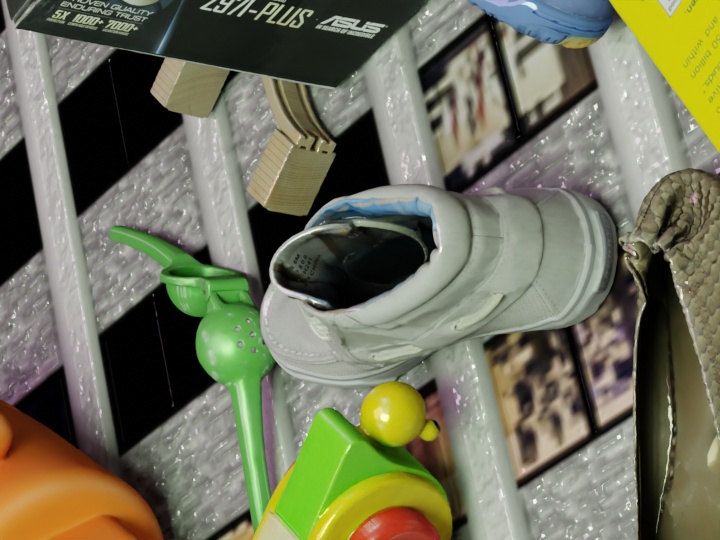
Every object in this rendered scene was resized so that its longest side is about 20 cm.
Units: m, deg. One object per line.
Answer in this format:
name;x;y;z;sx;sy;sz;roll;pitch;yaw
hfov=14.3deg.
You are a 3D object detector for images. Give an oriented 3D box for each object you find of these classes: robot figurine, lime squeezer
robot figurine;-0.165;0.125;1.284;0.200;0.144;0.117;28;83;50
lime squeezer;-0.063;0.027;1.247;0.071;0.038;0.200;92;156;-48

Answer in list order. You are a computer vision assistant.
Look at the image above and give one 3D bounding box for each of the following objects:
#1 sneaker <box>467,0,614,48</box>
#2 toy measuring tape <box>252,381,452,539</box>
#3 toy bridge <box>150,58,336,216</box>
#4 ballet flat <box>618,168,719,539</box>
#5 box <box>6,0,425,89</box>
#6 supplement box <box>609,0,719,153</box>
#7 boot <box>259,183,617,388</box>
sneaker;0.056;-0.176;1.088;0.088;0.075;0.200;-49;49;34
toy measuring tape;-0.014;0.133;1.124;0.074;0.073;0.200;42;114;47
toy bridge;-0.067;-0.101;1.272;0.200;0.027;0.067;46;117;46
ballet flat;0.113;0.063;0.992;0.067;0.046;0.201;-9;76;52
box;-0.074;-0.189;1.186;0.086;0.163;0.200;-42;52;40
supplement box;0.171;-0.078;0.893;0.110;0.109;0.200;-57;44;29
boot;0.000;0.000;1.110;0.200;0.095;0.074;-18;69;49
